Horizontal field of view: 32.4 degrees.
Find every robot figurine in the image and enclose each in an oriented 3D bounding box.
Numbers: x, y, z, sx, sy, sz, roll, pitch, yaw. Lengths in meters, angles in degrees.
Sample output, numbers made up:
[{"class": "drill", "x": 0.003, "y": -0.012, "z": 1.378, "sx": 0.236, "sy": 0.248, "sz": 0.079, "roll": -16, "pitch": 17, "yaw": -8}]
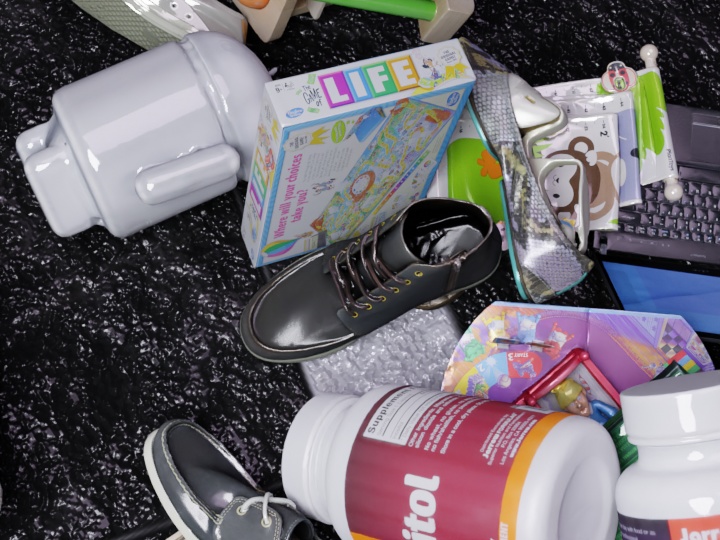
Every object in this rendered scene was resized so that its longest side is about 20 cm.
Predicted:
[{"class": "robot figurine", "x": -0.140, "y": -0.098, "z": 0.884, "sx": 0.199, "sy": 0.114, "sz": 0.170, "roll": -25, "pitch": 39, "yaw": -9}]

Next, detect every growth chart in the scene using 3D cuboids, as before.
[{"class": "growth chart", "x": 0.140, "y": -0.083, "z": 0.922, "sx": 0.198, "sy": 0.018, "sz": 0.146, "roll": -12, "pitch": 71, "yaw": 2}]

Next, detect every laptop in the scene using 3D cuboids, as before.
[{"class": "laptop", "x": 0.275, "y": -0.038, "z": 0.942, "sx": 0.175, "sy": 0.103, "sz": 0.202, "roll": 8, "pitch": 81, "yaw": -7}]

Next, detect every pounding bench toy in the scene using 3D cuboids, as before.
[{"class": "pounding bench toy", "x": -0.022, "y": -0.247, "z": 0.959, "sx": 0.155, "sy": 0.124, "sz": 0.201, "roll": -25, "pitch": 72, "yaw": -35}]

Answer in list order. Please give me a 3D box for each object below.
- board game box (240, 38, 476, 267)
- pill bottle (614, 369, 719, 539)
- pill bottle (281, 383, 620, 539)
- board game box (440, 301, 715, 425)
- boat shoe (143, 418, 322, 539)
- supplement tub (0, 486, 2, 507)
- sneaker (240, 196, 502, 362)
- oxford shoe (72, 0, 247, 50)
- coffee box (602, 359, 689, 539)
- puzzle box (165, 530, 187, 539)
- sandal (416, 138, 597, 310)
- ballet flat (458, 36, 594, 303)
[{"class": "board game box", "x": -0.008, "y": -0.076, "z": 0.857, "sx": 0.133, "sy": 0.200, "sz": 0.034, "roll": -16, "pitch": 69, "yaw": -17}, {"class": "pill bottle", "x": 0.210, "y": 0.163, "z": 0.721, "sx": 0.110, "sy": 0.111, "sz": 0.202, "roll": -11, "pitch": 89, "yaw": -15}, {"class": "pill bottle", "x": 0.052, "y": 0.133, "z": 0.777, "sx": 0.199, "sy": 0.113, "sz": 0.114, "roll": 6, "pitch": 56, "yaw": 37}, {"class": "board game box", "x": 0.152, "y": 0.105, "z": 0.847, "sx": 0.198, "sy": 0.039, "sz": 0.160, "roll": 4, "pitch": 89, "yaw": 3}, {"class": "boat shoe", "x": -0.059, "y": 0.167, "z": 0.799, "sx": 0.200, "sy": 0.068, "sz": 0.072, "roll": 47, "pitch": 35, "yaw": 11}, {"class": "supplement tub", "x": -0.307, "y": 0.074, "z": 0.766, "sx": 0.139, "sy": 0.141, "sz": 0.202, "roll": -12, "pitch": 68, "yaw": -15}, {"class": "sneaker", "x": 0.000, "y": 0.000, "z": 0.851, "sx": 0.199, "sy": 0.106, "sz": 0.075, "roll": -24, "pitch": 78, "yaw": 3}, {"class": "oxford shoe", "x": -0.171, "y": -0.218, "z": 0.965, "sx": 0.199, "sy": 0.075, "sz": 0.058, "roll": 33, "pitch": 70, "yaw": -2}, {"class": "coffee box", "x": 0.227, "y": 0.173, "z": 0.800, "sx": 0.123, "sy": 0.044, "sz": 0.200, "roll": -44, "pitch": 86, "yaw": 10}, {"class": "puzzle box", "x": -0.147, "y": 0.266, "z": 0.770, "sx": 0.199, "sy": 0.025, "sz": 0.133, "roll": -34, "pitch": 74, "yaw": -22}, {"class": "sandal", "x": 0.105, "y": -0.039, "z": 0.948, "sx": 0.200, "sy": 0.055, "sz": 0.082, "roll": -43, "pitch": 72, "yaw": -10}, {"class": "ballet flat", "x": 0.121, "y": -0.080, "z": 0.875, "sx": 0.071, "sy": 0.072, "sz": 0.202, "roll": -11, "pitch": 76, "yaw": -15}]
